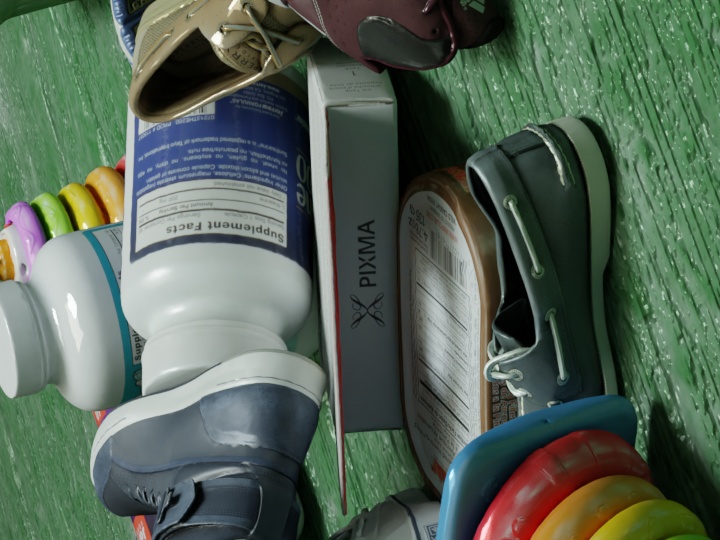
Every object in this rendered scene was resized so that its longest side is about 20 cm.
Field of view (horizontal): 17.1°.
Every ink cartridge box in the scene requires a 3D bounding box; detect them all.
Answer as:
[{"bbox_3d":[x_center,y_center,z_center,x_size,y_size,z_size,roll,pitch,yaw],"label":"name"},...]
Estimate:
[{"bbox_3d":[0.000,0.000,1.282,0.177,0.044,0.201,-102,8,-62],"label":"ink cartridge box"}]

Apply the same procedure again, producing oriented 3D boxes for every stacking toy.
[{"bbox_3d":[0.131,0.149,1.041,0.200,0.116,0.111,31,127,43],"label":"stacking toy"},{"bbox_3d":[-0.208,-0.015,1.657,0.116,0.199,0.111,174,83,-70],"label":"stacking toy"}]

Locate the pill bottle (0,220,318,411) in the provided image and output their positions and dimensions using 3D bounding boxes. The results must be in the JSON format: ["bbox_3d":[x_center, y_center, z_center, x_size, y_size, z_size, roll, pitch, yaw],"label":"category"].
[{"bbox_3d":[-0.128,0.022,1.476,0.111,0.199,0.112,167,90,-70],"label":"pill bottle"}]

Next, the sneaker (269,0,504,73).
[{"bbox_3d":[0.040,-0.169,1.144,0.115,0.076,0.200,44,134,2],"label":"sneaker"}]

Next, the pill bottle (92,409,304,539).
[{"bbox_3d":[-0.103,0.144,1.609,0.112,0.111,0.201,112,139,-57],"label":"pill bottle"}]

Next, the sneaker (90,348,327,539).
[{"bbox_3d":[-0.098,0.140,1.303,0.202,0.077,0.147,-32,43,50],"label":"sneaker"}]

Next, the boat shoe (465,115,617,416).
[{"bbox_3d":[0.080,0.026,1.138,0.073,0.061,0.201,-138,40,-55],"label":"boat shoe"}]

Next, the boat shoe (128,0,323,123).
[{"bbox_3d":[-0.052,-0.132,1.278,0.200,0.071,0.065,-27,39,45],"label":"boat shoe"}]

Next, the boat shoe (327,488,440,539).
[{"bbox_3d":[0.011,0.160,1.347,0.200,0.065,0.074,107,151,-78],"label":"boat shoe"}]

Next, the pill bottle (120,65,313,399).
[{"bbox_3d":[-0.082,-0.019,1.381,0.111,0.110,0.201,118,155,-60],"label":"pill bottle"}]

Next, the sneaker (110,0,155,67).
[{"bbox_3d":[-0.126,-0.132,1.554,0.088,0.075,0.202,165,93,-69],"label":"sneaker"}]

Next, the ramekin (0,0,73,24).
[{"bbox_3d":[-0.252,-0.282,1.755,0.200,0.097,0.202,167,90,-69],"label":"ramekin"}]

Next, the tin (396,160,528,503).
[{"bbox_3d":[0.056,0.040,1.248,0.112,0.042,0.201,-130,33,-57],"label":"tin"}]
